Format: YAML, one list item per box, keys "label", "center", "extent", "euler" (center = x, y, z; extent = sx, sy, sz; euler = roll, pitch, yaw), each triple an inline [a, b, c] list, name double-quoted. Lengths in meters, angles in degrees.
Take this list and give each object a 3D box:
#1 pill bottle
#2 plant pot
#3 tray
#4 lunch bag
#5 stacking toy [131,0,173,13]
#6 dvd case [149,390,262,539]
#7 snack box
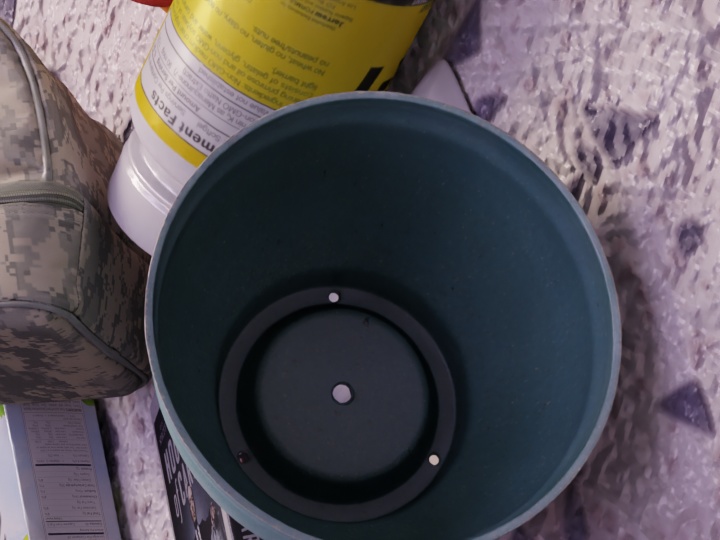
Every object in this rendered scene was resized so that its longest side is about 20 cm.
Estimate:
- label: "pill bottle"
  center: [-0.043, -0.100, 1.096]
  extent: [0.115, 0.114, 0.201]
  euler: [56, 129, 39]
- label: "plant pot"
  center: [0.001, 0.041, 0.987]
  extent: [0.134, 0.198, 0.202]
  euler: [116, 146, -69]
- label: "tray"
  center: [0.000, 0.000, 1.106]
  extent: [0.200, 0.022, 0.108]
  euler: [-50, 51, 38]
- label: "lunch bag"
  center: [-0.188, -0.030, 1.200]
  extent: [0.138, 0.200, 0.169]
  euler: [-2, 73, 12]
- label: "stacking toy"
  center: [-0.123, -0.194, 1.138]
  extent: [0.146, 0.199, 0.148]
  euler: [-7, 81, 51]
- label: "dvd case"
  center: [-0.070, 0.133, 1.137]
  extent: [0.151, 0.025, 0.202]
  euler: [116, 143, -64]
- label: "snack box"
  center: [-0.214, 0.142, 1.335]
  extent: [0.169, 0.067, 0.202]
  euler: [-40, 58, 45]
